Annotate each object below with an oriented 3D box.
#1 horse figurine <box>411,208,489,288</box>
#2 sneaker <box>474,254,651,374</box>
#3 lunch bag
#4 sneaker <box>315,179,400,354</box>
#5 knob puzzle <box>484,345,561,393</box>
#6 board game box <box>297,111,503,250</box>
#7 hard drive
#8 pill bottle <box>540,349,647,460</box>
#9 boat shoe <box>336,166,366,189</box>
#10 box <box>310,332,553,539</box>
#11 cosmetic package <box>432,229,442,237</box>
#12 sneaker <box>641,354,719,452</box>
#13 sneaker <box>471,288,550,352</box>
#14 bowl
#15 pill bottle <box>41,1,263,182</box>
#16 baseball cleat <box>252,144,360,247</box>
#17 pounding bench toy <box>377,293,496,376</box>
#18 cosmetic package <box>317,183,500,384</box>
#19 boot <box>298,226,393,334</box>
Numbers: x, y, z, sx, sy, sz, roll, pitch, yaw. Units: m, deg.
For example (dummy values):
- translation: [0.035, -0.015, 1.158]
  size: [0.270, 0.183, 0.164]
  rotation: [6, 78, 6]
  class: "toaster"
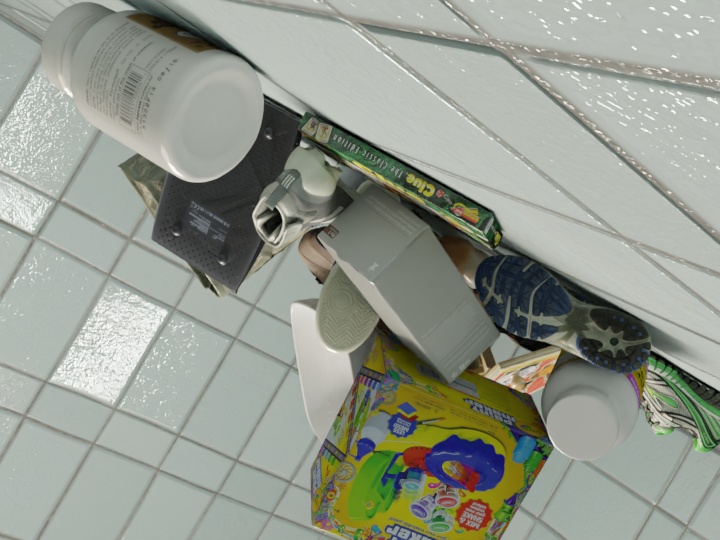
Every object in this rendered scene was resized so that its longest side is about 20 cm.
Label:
- translation: [0.138, -0.005, 1.251]
  size: [0.200, 0.050, 0.133]
  rotation: [32, 178, 0]
  class: "horse figurine"
- translation: [0.211, 0.050, 1.097]
  size: [0.200, 0.077, 0.085]
  rotation: [31, -176, 17]
  class: "sneaker"
- translation: [-0.160, -0.085, 1.238]
  size: [0.117, 0.164, 0.200]
  rotation: [30, 155, 54]
  class: "lunch bag"
- translation: [0.000, 0.000, 1.176]
  size: [0.075, 0.201, 0.085]
  rotation: [19, 171, -2]
  class: "sneaker"
- translation: [0.224, 0.156, 1.395]
  size: [0.031, 0.219, 0.220]
  rotation: [65, -166, 21]
  class: "knob puzzle"
- translation: [0.040, -0.083, 0.970]
  size: [0.200, 0.024, 0.105]
  rotation: [31, 178, 16]
  class: "board game box"
- translation: [-0.139, -0.094, 1.096]
  size: [0.135, 0.201, 0.042]
  rotation: [30, -158, 19]
  class: "hard drive"
- translation: [0.258, 0.135, 1.144]
  size: [0.104, 0.105, 0.200]
  rotation: [31, -157, 9]
  class: "pill bottle"
- translation: [-0.016, -0.085, 1.279]
  size: [0.068, 0.074, 0.199]
  rotation: [14, -179, 29]
  class: "boat shoe"
- translation: [0.072, 0.208, 1.146]
  size: [0.199, 0.193, 0.122]
  rotation: [22, -163, -11]
  class: "box"
- translation: [0.090, 0.005, 1.438]
  size: [0.200, 0.071, 0.102]
  rotation: [31, -137, -61]
  class: "cosmetic package"
- translation: [0.380, 0.161, 1.318]
  size: [0.200, 0.085, 0.078]
  rotation: [32, 180, 9]
  class: "sneaker"
- translation: [0.215, 0.058, 1.398]
  size: [0.200, 0.079, 0.079]
  rotation: [33, -175, -3]
  class: "sneaker"
- translation: [-0.013, 0.133, 1.290]
  size: [0.074, 0.201, 0.200]
  rotation: [-16, -162, -22]
  class: "bowl"
- translation: [-0.191, -0.167, 0.920]
  size: [0.200, 0.115, 0.114]
  rotation: [31, 180, 33]
  class: "pill bottle"
- translation: [-0.056, -0.067, 1.040]
  size: [0.070, 0.106, 0.200]
  rotation: [46, -179, 17]
  class: "baseball cleat"
- translation: [0.081, 0.098, 1.346]
  size: [0.200, 0.155, 0.125]
  rotation: [95, 159, -65]
  class: "pounding bench toy"
- translation: [0.052, 0.017, 1.061]
  size: [0.107, 0.090, 0.200]
  rotation: [41, 169, 44]
  class: "cosmetic package"
- translation: [0.000, 0.021, 1.288]
  size: [0.200, 0.070, 0.146]
  rotation: [48, 168, 10]
  class: "boot"
